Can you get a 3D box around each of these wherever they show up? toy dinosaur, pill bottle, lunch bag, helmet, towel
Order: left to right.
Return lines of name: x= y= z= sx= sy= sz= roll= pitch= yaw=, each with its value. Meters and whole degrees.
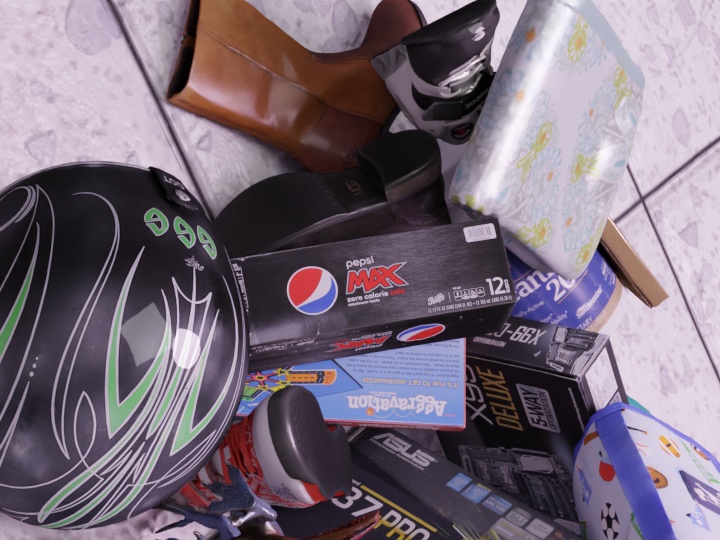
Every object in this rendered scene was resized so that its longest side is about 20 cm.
helmet: x=-0.161 y=0.054 z=0.971 sx=0.199 sy=0.200 sz=0.192 roll=25 pitch=45 yaw=-37
toy dinosaur: x=-0.075 y=0.204 z=1.006 sx=0.105 sy=0.199 sz=0.182 roll=-64 pitch=153 yaw=-27
pill bottle: x=0.119 y=-0.022 z=1.310 sx=0.200 sy=0.111 sz=0.111 roll=50 pitch=49 yaw=-23
towel: x=0.143 y=-0.096 z=1.180 sx=0.200 sy=0.048 sz=0.172 roll=32 pitch=76 yaw=-58
lunch bag: x=0.214 y=0.207 z=1.088 sx=0.170 sy=0.123 sz=0.201 roll=-106 pitch=173 yaw=-57

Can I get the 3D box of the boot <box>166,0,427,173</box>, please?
boot: x=-0.048 y=-0.167 z=1.240 sx=0.199 sy=0.068 sz=0.189 roll=27 pitch=67 yaw=-28

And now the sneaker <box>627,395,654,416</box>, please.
sneaker: x=0.222 y=0.202 z=1.326 sx=0.120 sy=0.083 sz=0.201 roll=27 pitch=59 yaw=-26

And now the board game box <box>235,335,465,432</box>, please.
board game box: x=-0.026 y=0.056 z=1.130 sx=0.199 sy=0.019 sz=0.104 roll=4 pitch=71 yaw=-6

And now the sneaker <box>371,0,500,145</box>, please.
sneaker: x=0.068 y=-0.136 z=1.151 sx=0.074 sy=0.200 sz=0.089 roll=-26 pitch=93 yaw=-8

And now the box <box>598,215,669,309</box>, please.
box: x=0.170 y=-0.069 z=1.361 sx=0.021 sy=0.164 sz=0.200 roll=-39 pitch=113 yaw=3

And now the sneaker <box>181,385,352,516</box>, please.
sneaker: x=-0.071 y=0.122 z=1.035 sx=0.201 sy=0.107 sz=0.068 roll=56 pitch=26 yaw=-76

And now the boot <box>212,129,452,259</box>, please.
boot: x=0.000 y=0.000 z=1.198 sx=0.069 sy=0.199 sz=0.175 roll=-113 pitch=-177 yaw=-47

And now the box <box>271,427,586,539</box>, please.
box: x=0.032 y=0.200 z=1.092 sx=0.161 sy=0.199 sz=0.049 roll=-34 pitch=137 yaw=-34

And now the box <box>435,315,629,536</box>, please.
box: x=0.130 y=0.121 z=1.205 sx=0.050 sy=0.157 sz=0.201 roll=-49 pitch=133 yaw=-33

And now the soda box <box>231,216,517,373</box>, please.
soda box: x=0.000 y=0.018 z=1.096 sx=0.199 sy=0.071 sz=0.064 roll=-9 pitch=72 yaw=-9
